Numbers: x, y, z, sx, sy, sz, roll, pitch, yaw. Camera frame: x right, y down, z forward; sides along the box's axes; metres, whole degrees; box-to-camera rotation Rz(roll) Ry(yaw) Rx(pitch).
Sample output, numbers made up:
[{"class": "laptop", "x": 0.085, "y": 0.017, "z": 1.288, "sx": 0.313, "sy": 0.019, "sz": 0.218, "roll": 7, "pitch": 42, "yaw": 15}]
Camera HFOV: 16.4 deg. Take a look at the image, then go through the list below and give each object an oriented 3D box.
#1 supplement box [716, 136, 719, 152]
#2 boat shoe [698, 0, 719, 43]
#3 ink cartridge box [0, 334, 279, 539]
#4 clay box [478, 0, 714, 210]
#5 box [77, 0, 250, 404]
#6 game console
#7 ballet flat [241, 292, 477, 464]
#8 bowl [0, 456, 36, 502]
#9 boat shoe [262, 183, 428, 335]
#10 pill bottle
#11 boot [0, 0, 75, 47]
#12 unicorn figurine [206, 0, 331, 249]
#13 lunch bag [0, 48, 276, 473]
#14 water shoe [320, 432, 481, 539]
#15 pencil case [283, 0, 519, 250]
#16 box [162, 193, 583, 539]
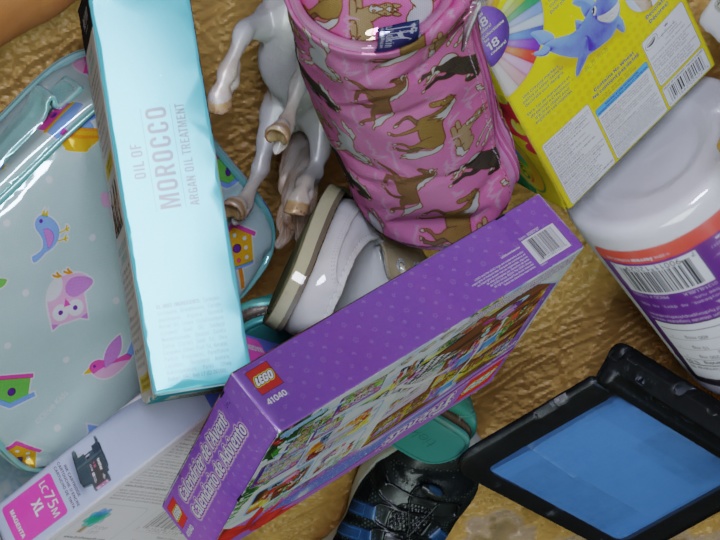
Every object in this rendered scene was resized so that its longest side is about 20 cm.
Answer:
[{"class": "supplement box", "x": 0.284, "y": -0.110, "z": 1.206, "sx": 0.200, "sy": 0.103, "sz": 0.131, "roll": -26, "pitch": 143, "yaw": -37}, {"class": "boat shoe", "x": 0.226, "y": -0.187, "z": 1.220, "sx": 0.067, "sy": 0.074, "sz": 0.200, "roll": 33, "pitch": 112, "yaw": 17}, {"class": "ink cartridge box", "x": -0.083, "y": 0.090, "z": 1.305, "sx": 0.200, "sy": 0.042, "sz": 0.119, "roll": -36, "pitch": 156, "yaw": 20}, {"class": "clay box", "x": 0.092, "y": -0.138, "z": 1.225, "sx": 0.115, "sy": 0.048, "sz": 0.200, "roll": -44, "pitch": 132, "yaw": -13}, {"class": "box", "x": -0.094, "y": -0.040, "z": 1.195, "sx": 0.049, "sy": 0.201, "sz": 0.082, "roll": -9, "pitch": 176, "yaw": -9}, {"class": "game console", "x": 0.189, "y": 0.132, "z": 1.437, "sx": 0.200, "sy": 0.176, "sz": 0.117, "roll": 30, "pitch": 93, "yaw": -46}, {"class": "ballet flat", "x": -0.009, "y": 0.044, "z": 1.394, "sx": 0.067, "sy": 0.071, "sz": 0.200, "roll": -30, "pitch": 139, "yaw": 27}, {"class": "bowl", "x": -0.255, "y": 0.067, "z": 1.360, "sx": 0.108, "sy": 0.200, "sz": 0.200, "roll": 10, "pitch": 151, "yaw": 49}, {"class": "boat shoe", "x": 0.000, "y": 0.000, "z": 1.280, "sx": 0.068, "sy": 0.200, "sz": 0.075, "roll": 29, "pitch": 103, "yaw": 2}, {"class": "pill bottle", "x": 0.203, "y": -0.002, "z": 1.352, "sx": 0.111, "sy": 0.112, "sz": 0.200, "roll": -27, "pitch": 128, "yaw": 18}, {"class": "boot", "x": -0.208, "y": -0.092, "z": 1.208, "sx": 0.200, "sy": 0.155, "sz": 0.074, "roll": -24, "pitch": 128, "yaw": 15}, {"class": "unicorn figurine", "x": -0.026, "y": -0.108, "z": 1.248, "sx": 0.074, "sy": 0.138, "sz": 0.200, "roll": 26, "pitch": 148, "yaw": -2}, {"class": "lunch bag", "x": -0.151, "y": -0.011, "z": 1.292, "sx": 0.200, "sy": 0.077, "sz": 0.160, "roll": -45, "pitch": 123, "yaw": -9}, {"class": "water shoe", "x": 0.018, "y": 0.173, "z": 1.508, "sx": 0.071, "sy": 0.079, "sz": 0.200, "roll": 19, "pitch": 127, "yaw": -20}, {"class": "pencil case", "x": 0.022, "y": -0.086, "z": 1.161, "sx": 0.083, "sy": 0.087, "sz": 0.200, "roll": -41, "pitch": 153, "yaw": -12}, {"class": "box", "x": 0.005, "y": 0.051, "z": 1.209, "sx": 0.200, "sy": 0.039, "sz": 0.137, "roll": -30, "pitch": 162, "yaw": -33}]
